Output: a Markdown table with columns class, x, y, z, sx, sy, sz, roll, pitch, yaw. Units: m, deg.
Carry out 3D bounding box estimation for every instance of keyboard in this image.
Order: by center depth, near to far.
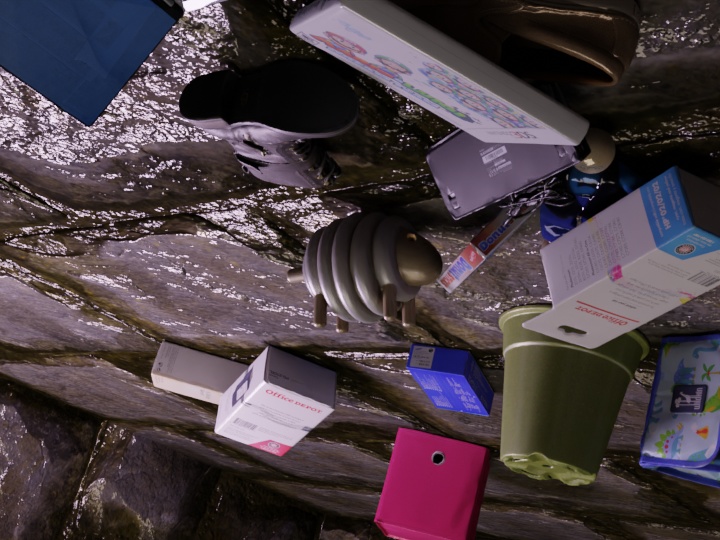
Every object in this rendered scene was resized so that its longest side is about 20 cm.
| class | x | y | z | sx | sy | sz | roll | pitch | yaw |
| --- | --- | --- | --- | --- | --- | --- | --- | --- | --- |
| keyboard | 0.138 | -0.095 | 0.916 | 0.040 | 0.104 | 0.200 | -21 | 179 | -29 |

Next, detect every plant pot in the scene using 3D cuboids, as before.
| class | x | y | z | sx | sy | sz | roll | pitch | yaw |
| --- | --- | --- | --- | --- | --- | --- | --- | --- | --- |
| plant pot | 0.259 | 0.171 | 1.328 | 0.200 | 0.190 | 0.200 | 14 | 160 | 5 |

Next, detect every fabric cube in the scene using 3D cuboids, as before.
| class | x | y | z | sx | sy | sz | roll | pitch | yaw |
| --- | --- | --- | --- | --- | --- | --- | --- | --- | --- |
| fabric cube | 0.154 | 0.464 | 2.137 | 0.196 | 0.200 | 0.200 | 12 | 159 | 13 |

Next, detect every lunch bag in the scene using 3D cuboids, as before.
| class | x | y | z | sx | sy | sz | roll | pitch | yaw |
| --- | --- | --- | --- | --- | --- | --- | --- | --- | --- |
| lunch bag | 0.446 | 0.172 | 1.224 | 0.200 | 0.170 | 0.127 | 8 | 158 | 25 |

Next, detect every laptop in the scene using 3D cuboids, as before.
| class | x | y | z | sx | sy | sz | roll | pitch | yaw |
| --- | --- | --- | --- | --- | --- | --- | --- | --- | --- |
| laptop | -0.194 | -0.215 | 0.771 | 0.200 | 0.116 | 0.187 | -2 | 154 | 38 |

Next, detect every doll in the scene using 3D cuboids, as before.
| class | x | y | z | sx | sy | sz | roll | pitch | yaw |
| --- | --- | --- | --- | --- | --- | --- | --- | --- | --- |
| doll | 0.212 | -0.070 | 0.948 | 0.136 | 0.049 | 0.200 | 10 | 155 | 14 |

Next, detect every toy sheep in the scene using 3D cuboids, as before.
| class | x | y | z | sx | sy | sz | roll | pitch | yaw |
| --- | --- | --- | --- | --- | --- | --- | --- | --- | --- |
| toy sheep | 0.000 | 0.000 | 1.157 | 0.200 | 0.138 | 0.138 | -6 | 152 | 26 |

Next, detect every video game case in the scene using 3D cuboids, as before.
| class | x | y | z | sx | sy | sz | roll | pitch | yaw |
| --- | --- | --- | --- | --- | --- | --- | --- | --- | --- |
| video game case | 0.052 | -0.150 | 0.779 | 0.200 | 0.024 | 0.182 | 27 | -179 | -17 |

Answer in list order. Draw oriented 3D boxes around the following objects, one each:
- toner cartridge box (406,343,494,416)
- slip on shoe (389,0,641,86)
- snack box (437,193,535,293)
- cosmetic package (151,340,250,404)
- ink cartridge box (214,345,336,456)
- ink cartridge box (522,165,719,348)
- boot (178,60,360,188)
| class | x | y | z | sx | sy | sz | roll | pitch | yaw |
| --- | --- | --- | --- | --- | --- | --- | --- | --- | --- |
| toner cartridge box | 0.146 | 0.176 | 1.627 | 0.095 | 0.043 | 0.200 | 8 | 158 | 22 |
| slip on shoe | 0.100 | -0.171 | 0.750 | 0.200 | 0.061 | 0.076 | 10 | 159 | 14 |
| snack box | 0.126 | -0.023 | 1.052 | 0.024 | 0.072 | 0.200 | 46 | 169 | 5 |
| cosmetic package | -0.297 | 0.208 | 1.983 | 0.200 | 0.073 | 0.104 | 16 | 159 | 0 |
| ink cartridge box | -0.153 | 0.239 | 1.852 | 0.145 | 0.084 | 0.200 | 24 | 135 | -22 |
| ink cartridge box | 0.251 | -0.005 | 0.947 | 0.115 | 0.068 | 0.200 | 18 | 142 | -36 |
| boot | -0.061 | -0.129 | 0.988 | 0.200 | 0.069 | 0.174 | 9 | 164 | 28 |
